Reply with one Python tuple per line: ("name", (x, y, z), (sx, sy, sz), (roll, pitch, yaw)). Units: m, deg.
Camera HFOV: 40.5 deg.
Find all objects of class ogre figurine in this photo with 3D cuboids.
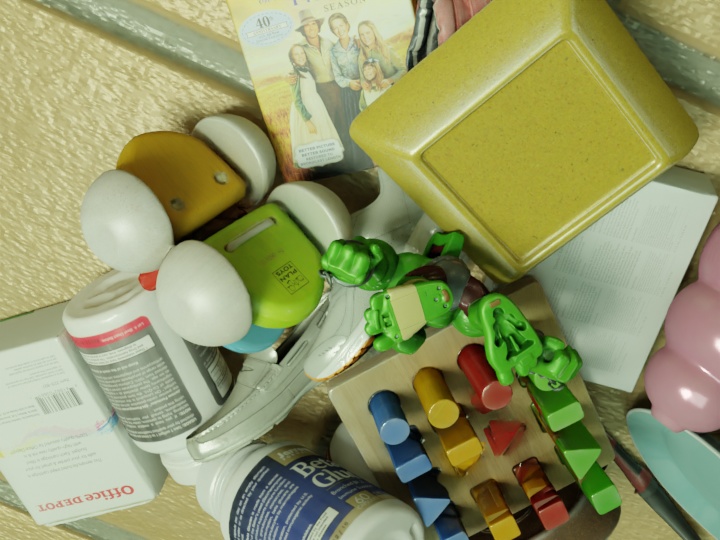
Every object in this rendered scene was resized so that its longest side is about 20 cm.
("ogre figurine", (0.059, 0.022, 0.719), (0.199, 0.120, 0.099), (5, 102, -11))

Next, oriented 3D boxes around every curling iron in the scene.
("curling iron", (0.269, 0.214, 0.954), (0.200, 0.026, 0.050), (41, 79, -18))

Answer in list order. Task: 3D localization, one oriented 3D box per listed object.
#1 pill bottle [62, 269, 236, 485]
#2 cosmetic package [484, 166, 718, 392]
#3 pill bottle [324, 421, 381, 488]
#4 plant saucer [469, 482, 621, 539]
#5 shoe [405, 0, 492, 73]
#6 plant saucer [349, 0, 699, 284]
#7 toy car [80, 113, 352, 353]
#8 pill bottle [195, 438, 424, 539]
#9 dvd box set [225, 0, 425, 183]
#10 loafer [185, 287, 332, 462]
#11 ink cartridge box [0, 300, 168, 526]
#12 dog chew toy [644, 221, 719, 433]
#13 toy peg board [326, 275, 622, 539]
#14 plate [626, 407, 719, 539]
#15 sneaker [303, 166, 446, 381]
("pill bottle", (-0.182, 0.098, 0.906), (0.110, 0.111, 0.201), (-16, 115, 16))
("cosmetic package", (0.192, -0.004, 0.835), (0.150, 0.052, 0.201), (13, 120, -2))
("pill bottle", (0.013, 0.210, 0.940), (0.112, 0.112, 0.201), (19, 120, -3))
("plant saucer", (0.140, 0.239, 0.899), (0.200, 0.200, 0.035), (-24, 96, 19))
("shoe", (0.081, -0.121, 0.760), (0.091, 0.071, 0.201), (-5, 116, -19))
("plant saucer", (0.128, -0.092, 0.713), (0.200, 0.049, 0.200), (-38, 120, 17))
("toy car", (-0.119, -0.015, 0.785), (0.200, 0.175, 0.150), (41, 137, 13))
("pill bottle", (-0.052, 0.215, 0.847), (0.200, 0.111, 0.111), (20, 128, 41))
("dvd box set", (-0.020, -0.175, 0.782), (0.146, 0.029, 0.201), (-10, 117, 13))
("loafer", (-0.080, 0.092, 0.874), (0.200, 0.070, 0.070), (-39, 101, -19))
("ink cartridge box", (-0.292, 0.141, 0.959), (0.145, 0.088, 0.201), (-16, 114, 17))
("dog chew toy", (0.304, 0.044, 0.783), (0.124, 0.125, 0.200), (36, 96, -12))
("toy peg board", (0.107, 0.145, 0.812), (0.199, 0.098, 0.200), (-28, 113, 0))
("plate", (0.317, 0.192, 0.863), (0.026, 0.200, 0.200), (-39, 110, -9))
("sneaker", (0.000, 0.000, 0.838), (0.092, 0.076, 0.200), (35, 91, 7))
